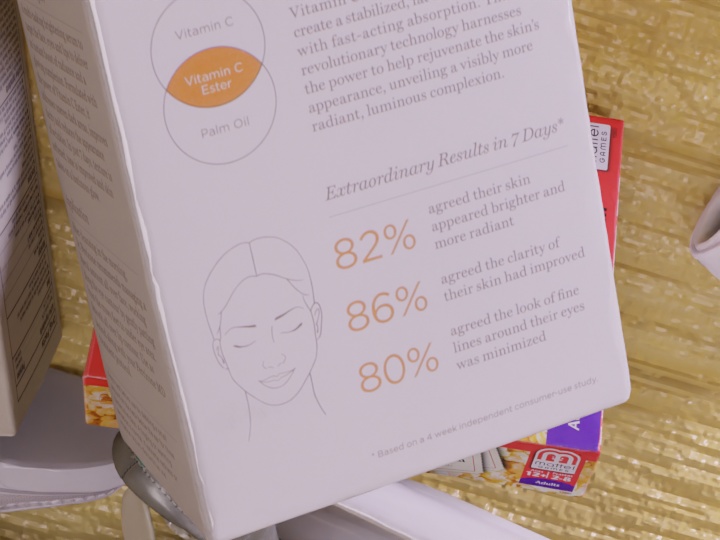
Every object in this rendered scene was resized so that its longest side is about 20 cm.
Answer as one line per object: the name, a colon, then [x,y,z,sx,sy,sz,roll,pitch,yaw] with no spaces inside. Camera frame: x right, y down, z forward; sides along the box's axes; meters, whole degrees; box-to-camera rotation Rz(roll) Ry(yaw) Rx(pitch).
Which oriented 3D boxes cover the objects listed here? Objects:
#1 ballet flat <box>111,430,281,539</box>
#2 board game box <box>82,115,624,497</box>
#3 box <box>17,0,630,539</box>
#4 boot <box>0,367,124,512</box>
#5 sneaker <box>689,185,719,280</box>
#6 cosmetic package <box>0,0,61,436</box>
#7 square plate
ballet flat: [-0.057,0.108,0.840,0.064,0.067,0.200,-35,148,-14]
board game box: [0.000,0.000,0.863,0.198,0.152,0.046,8,151,-1]
box: [-0.015,-0.041,0.691,0.151,0.106,0.201,-17,110,-17]
boot: [-0.190,0.097,0.961,0.198,0.074,0.096,5,123,5]
sneaker: [0.227,-0.044,0.871,0.115,0.074,0.200,41,110,-17]
cosmetic package: [-0.175,-0.043,0.876,0.073,0.104,0.201,-1,111,4]
square plate: [0.053,0.129,0.909,0.199,0.198,0.029,24,77,-7]
